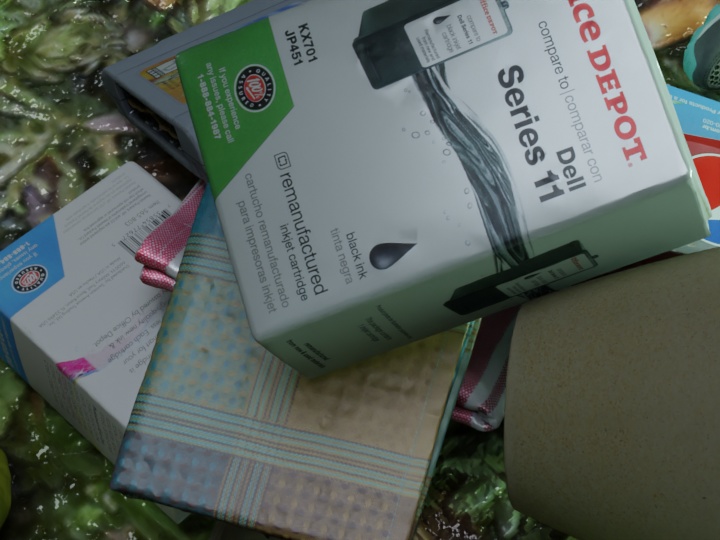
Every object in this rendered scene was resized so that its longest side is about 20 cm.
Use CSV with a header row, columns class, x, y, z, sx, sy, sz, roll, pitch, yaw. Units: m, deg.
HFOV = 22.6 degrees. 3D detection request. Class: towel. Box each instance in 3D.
class,x,y,z,sx,sy,sz,roll,pitch,yaw
towel,0.000,0.000,0.920,0.200,0.030,0.146,24,35,6
towel,-0.020,0.028,0.845,0.146,0.022,0.200,15,73,8

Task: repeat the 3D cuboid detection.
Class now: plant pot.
class,x,y,z,sx,sy,sz,roll,pitch,yaw
plant pot,0.167,0.062,0.768,0.200,0.187,0.188,3,57,14

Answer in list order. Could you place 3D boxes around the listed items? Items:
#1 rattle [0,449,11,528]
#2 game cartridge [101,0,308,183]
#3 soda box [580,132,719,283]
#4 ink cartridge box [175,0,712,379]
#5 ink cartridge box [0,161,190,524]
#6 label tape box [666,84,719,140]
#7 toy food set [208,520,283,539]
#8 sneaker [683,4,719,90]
class,x,y,z,sx,sy,sz,roll,pitch,yaw
rattle,-0.278,0.078,0.884,0.200,0.143,0.130,17,57,15
game cartridge,-0.057,-0.107,0.989,0.133,0.042,0.200,-30,25,-12
soda box,0.194,-0.014,0.860,0.200,0.063,0.070,11,61,-6
ink cartridge box,0.037,-0.057,0.794,0.200,0.083,0.147,-21,71,9
ink cartridge box,-0.094,0.046,0.928,0.115,0.068,0.200,-38,61,-24
label tape box,0.171,0.010,0.917,0.143,0.066,0.200,18,61,0
toy food set,0.017,0.163,0.813,0.200,0.061,0.144,4,33,13
sneaker,0.284,-0.124,1.008,0.200,0.078,0.091,-12,60,-1
